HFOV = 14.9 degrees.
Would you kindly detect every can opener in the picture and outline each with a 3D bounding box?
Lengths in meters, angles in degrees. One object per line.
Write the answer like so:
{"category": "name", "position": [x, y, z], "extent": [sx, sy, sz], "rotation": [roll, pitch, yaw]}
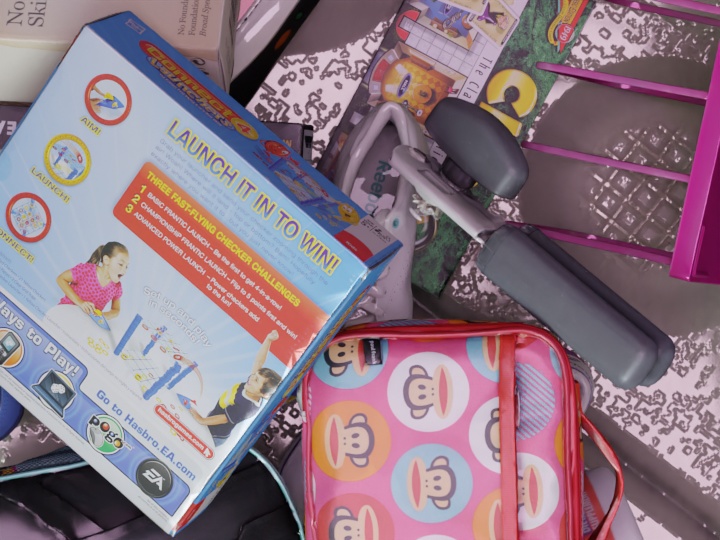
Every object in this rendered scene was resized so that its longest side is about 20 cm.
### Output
{"category": "can opener", "position": [0.093, -0.015, 1.506], "extent": [0.200, 0.053, 0.067], "rotation": [45, 112, 20]}

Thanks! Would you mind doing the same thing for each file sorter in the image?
{"category": "file sorter", "position": [0.172, -0.103, 1.572], "extent": [0.125, 0.139, 0.201], "rotation": [13, 93, 24]}

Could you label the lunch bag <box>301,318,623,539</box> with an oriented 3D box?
{"category": "lunch bag", "position": [0.057, 0.126, 1.511], "extent": [0.175, 0.082, 0.201], "rotation": [-2, 91, 1]}

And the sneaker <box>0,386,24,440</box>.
{"category": "sneaker", "position": [-0.272, 0.023, 1.608], "extent": [0.074, 0.082, 0.200], "rotation": [-39, 95, -1]}

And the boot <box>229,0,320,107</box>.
{"category": "boot", "position": [-0.110, -0.165, 1.615], "extent": [0.144, 0.072, 0.200], "rotation": [38, 95, 8]}

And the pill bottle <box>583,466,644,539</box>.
{"category": "pill bottle", "position": [0.072, 0.200, 1.607], "extent": [0.199, 0.111, 0.112], "rotation": [-22, 93, 0]}

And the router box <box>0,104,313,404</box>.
{"category": "router box", "position": [-0.130, -0.011, 1.558], "extent": [0.199, 0.052, 0.158], "rotation": [3, 92, 6]}

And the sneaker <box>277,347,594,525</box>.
{"category": "sneaker", "position": [0.041, 0.095, 1.602], "extent": [0.200, 0.114, 0.073], "rotation": [-26, 94, 1]}

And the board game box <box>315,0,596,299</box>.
{"category": "board game box", "position": [0.049, -0.095, 1.639], "extent": [0.104, 0.023, 0.201], "rotation": [27, 92, -4]}

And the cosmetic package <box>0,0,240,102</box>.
{"category": "cosmetic package", "position": [-0.168, -0.152, 1.532], "extent": [0.199, 0.073, 0.104], "rotation": [3, 64, 3]}

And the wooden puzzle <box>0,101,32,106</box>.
{"category": "wooden puzzle", "position": [-0.237, -0.152, 1.613], "extent": [0.184, 0.046, 0.201], "rotation": [12, 92, 2]}

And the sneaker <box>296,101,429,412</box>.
{"category": "sneaker", "position": [0.000, 0.000, 1.567], "extent": [0.075, 0.089, 0.201], "rotation": [6, 79, 0]}

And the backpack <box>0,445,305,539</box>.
{"category": "backpack", "position": [-0.128, 0.173, 1.581], "extent": [0.199, 0.153, 0.177], "rotation": [-17, 93, -2]}

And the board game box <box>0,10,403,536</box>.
{"category": "board game box", "position": [-0.113, 0.001, 1.469], "extent": [0.200, 0.056, 0.196], "rotation": [41, 113, 7]}
